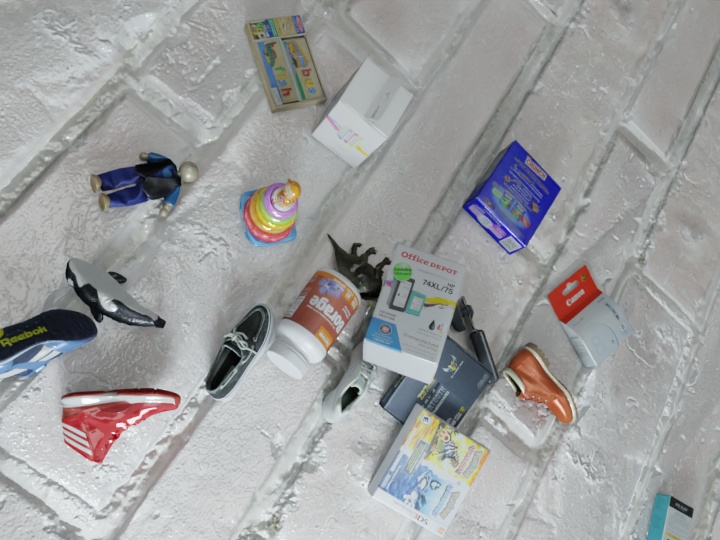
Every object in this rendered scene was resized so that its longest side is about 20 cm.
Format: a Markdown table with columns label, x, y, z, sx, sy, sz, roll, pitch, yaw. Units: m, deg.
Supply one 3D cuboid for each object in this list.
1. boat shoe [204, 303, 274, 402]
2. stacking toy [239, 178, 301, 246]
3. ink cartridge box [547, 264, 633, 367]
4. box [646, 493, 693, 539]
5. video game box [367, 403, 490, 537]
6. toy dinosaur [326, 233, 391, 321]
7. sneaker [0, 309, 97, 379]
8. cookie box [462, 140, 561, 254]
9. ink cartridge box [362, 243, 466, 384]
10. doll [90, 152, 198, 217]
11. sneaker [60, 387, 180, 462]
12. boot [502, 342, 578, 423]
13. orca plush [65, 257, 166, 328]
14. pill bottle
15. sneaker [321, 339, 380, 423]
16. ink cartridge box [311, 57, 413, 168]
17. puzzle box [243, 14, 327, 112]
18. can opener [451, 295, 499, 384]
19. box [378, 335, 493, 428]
| label | x | y | z | sx | sy | sz | roll | pitch | yaw |
| --- | --- | --- | --- | --- | --- | --- | --- | --- | --- |
| boat shoe | -0.228 | 0.143 | 1.260 | 0.073 | 0.068 | 0.201 | 25 | 70 | 23 |
| stacking toy | -0.155 | -0.125 | 1.290 | 0.108 | 0.199 | 0.119 | -11 | 83 | -25 |
| ink cartridge box | 0.561 | 0.107 | 1.643 | 0.159 | 0.047 | 0.203 | -31 | 94 | -26 |
| box | 0.721 | 0.642 | 1.591 | 0.081 | 0.049 | 0.203 | 29 | 68 | -16 |
| video game box | 0.138 | 0.402 | 1.355 | 0.180 | 0.047 | 0.202 | 32 | 87 | -16 |
| toy dinosaur | 0.000 | 0.000 | 1.401 | 0.201 | 0.077 | 0.103 | 49 | 53 | -11 |
| sneaker | -0.543 | 0.126 | 1.136 | 0.198 | 0.083 | 0.074 | -16 | 56 | -43 |
| cookie box | 0.361 | -0.173 | 1.602 | 0.171 | 0.075 | 0.201 | 42 | 65 | -10 |
| ink cartridge box | 0.103 | 0.084 | 1.300 | 0.144 | 0.147 | 0.203 | 17 | 68 | 7 |
| doll | -0.397 | -0.163 | 1.274 | 0.197 | 0.048 | 0.138 | -22 | 79 | -33 |
| sneaker | -0.412 | 0.266 | 1.167 | 0.195 | 0.078 | 0.119 | 1 | 86 | -11 |
| boot | 0.403 | 0.277 | 1.525 | 0.106 | 0.075 | 0.202 | -34 | 85 | -23 |
| orca plush | -0.445 | 0.062 | 1.209 | 0.198 | 0.072 | 0.106 | 29 | 23 | -20 |
| pill bottle | -0.092 | 0.104 | 1.315 | 0.112 | 0.112 | 0.201 | 40 | 66 | -11 |
| sneaker | 0.000 | 0.216 | 1.350 | 0.070 | 0.080 | 0.202 | 37 | 65 | -10 |
| ink cartridge box | 0.006 | -0.330 | 1.409 | 0.124 | 0.199 | 0.130 | 35 | 66 | -13 |
| puzzle box | -0.160 | -0.448 | 1.459 | 0.131 | 0.025 | 0.204 | -17 | 85 | -27 |
| can opener | 0.246 | 0.156 | 1.499 | 0.066 | 0.053 | 0.204 | -18 | 86 | 6 |
| box | 0.156 | 0.244 | 1.395 | 0.157 | 0.051 | 0.201 | 38 | 86 | -11 |
